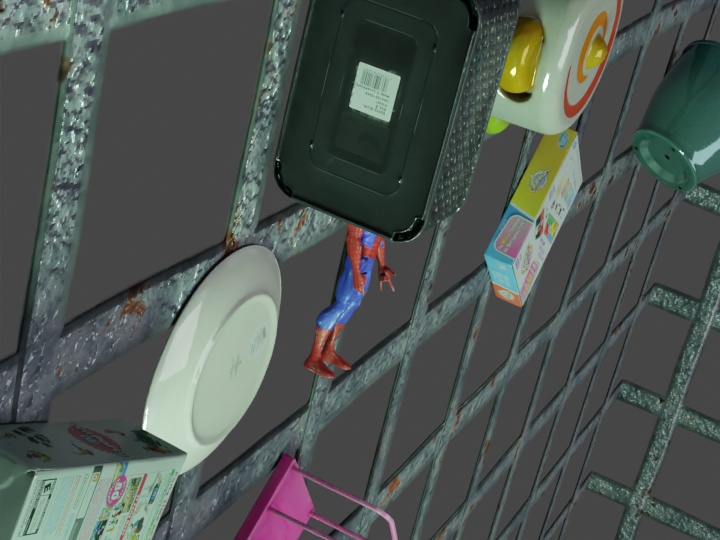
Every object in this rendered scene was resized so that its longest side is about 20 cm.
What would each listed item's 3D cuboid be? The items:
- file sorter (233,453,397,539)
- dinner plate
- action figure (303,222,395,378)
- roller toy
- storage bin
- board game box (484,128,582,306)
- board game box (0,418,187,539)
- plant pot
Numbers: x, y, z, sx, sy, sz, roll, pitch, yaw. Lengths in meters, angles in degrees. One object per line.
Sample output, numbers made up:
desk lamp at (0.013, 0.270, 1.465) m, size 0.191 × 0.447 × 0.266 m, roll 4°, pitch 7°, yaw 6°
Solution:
file sorter at (-0.061, 0.313, 1.409) m, size 0.201 × 0.125 × 0.139 m, roll -59°, pitch 160°, yaw -23°
dinner plate at (-0.110, 0.077, 1.170) m, size 0.201 × 0.024 × 0.201 m, roll -55°, pitch 158°, yaw -35°
action figure at (0.000, 0.000, 1.349) m, size 0.065 × 0.051 × 0.202 m, roll -15°, pitch 123°, yaw -62°
roller toy at (0.174, -0.232, 1.412) m, size 0.184 × 0.139 × 0.200 m, roll -64°, pitch 160°, yaw -11°
storage bin at (0.026, -0.140, 1.118) m, size 0.094 × 0.134 × 0.202 m, roll -32°, pitch 140°, yaw -59°
board game box at (0.228, -0.071, 1.895) m, size 0.201 × 0.040 × 0.153 m, roll -62°, pitch 161°, yaw -15°
board game box at (-0.207, 0.179, 0.958) m, size 0.149 × 0.064 × 0.200 m, roll -68°, pitch 160°, yaw 4°
plant pot at (0.550, -0.239, 2.382) m, size 0.188 × 0.200 × 0.200 m, roll -45°, pitch 155°, yaw -15°
